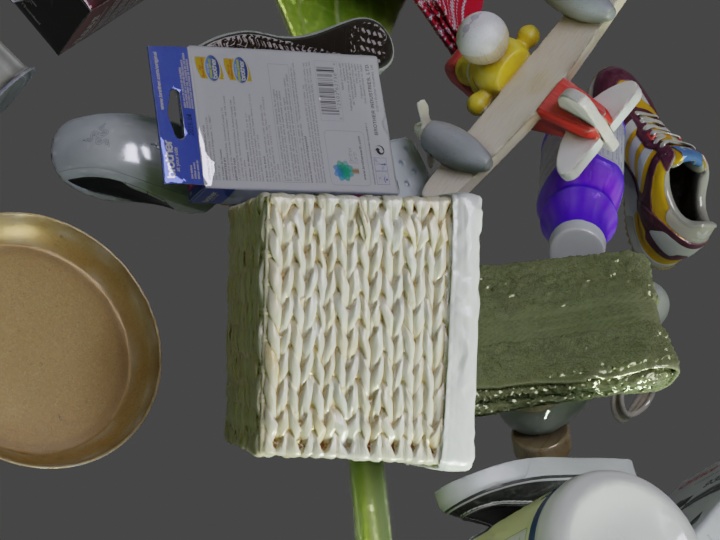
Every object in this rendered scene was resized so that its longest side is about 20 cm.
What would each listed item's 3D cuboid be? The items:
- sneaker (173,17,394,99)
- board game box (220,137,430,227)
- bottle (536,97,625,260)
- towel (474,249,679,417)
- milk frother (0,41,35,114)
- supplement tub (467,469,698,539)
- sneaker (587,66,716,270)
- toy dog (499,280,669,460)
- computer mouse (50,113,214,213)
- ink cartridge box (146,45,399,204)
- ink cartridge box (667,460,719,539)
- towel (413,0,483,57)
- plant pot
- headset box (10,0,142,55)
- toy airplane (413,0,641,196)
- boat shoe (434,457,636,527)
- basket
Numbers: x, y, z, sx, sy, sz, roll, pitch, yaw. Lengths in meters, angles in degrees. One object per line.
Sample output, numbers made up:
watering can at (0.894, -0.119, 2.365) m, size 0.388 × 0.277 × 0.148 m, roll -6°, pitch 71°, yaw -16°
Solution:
sneaker at (-0.072, -0.154, 1.664) m, size 0.199 × 0.085 × 0.073 m, roll -12°, pitch 81°, yaw -31°
board game box at (0.000, 0.000, 1.662) m, size 0.199 × 0.026 × 0.201 m, roll -15°, pitch 75°, yaw -37°
bottle at (0.189, -0.070, 1.745) m, size 0.065 × 0.084 × 0.200 m, roll 25°, pitch 33°, yaw -9°
towel at (0.143, 0.050, 1.606) m, size 0.199 × 0.037 × 0.149 m, roll -9°, pitch 45°, yaw 1°
milk frother at (-0.372, -0.139, 1.450) m, size 0.188 × 0.181 × 0.200 m, roll 44°, pitch 94°, yaw -4°
supplement tub at (0.147, 0.245, 1.514) m, size 0.144 × 0.200 × 0.146 m, roll 14°, pitch 59°, yaw -25°
sneaker at (0.272, -0.107, 1.847) m, size 0.075 × 0.090 × 0.201 m, roll -5°, pitch 69°, yaw -34°
toy dog at (0.165, 0.073, 1.685) m, size 0.096 × 0.133 × 0.200 m, roll 25°, pitch 31°, yaw 32°
computer mouse at (-0.140, -0.080, 1.583) m, size 0.199 × 0.044 × 0.110 m, roll 10°, pitch 63°, yaw -15°
ink cartridge box at (-0.072, -0.111, 1.579) m, size 0.199 × 0.042 × 0.120 m, roll 1°, pitch 71°, yaw -29°
ink cartridge box at (0.277, 0.231, 1.639) m, size 0.084 × 0.145 × 0.200 m, roll 50°, pitch 51°, yaw 1°
towel at (0.065, -0.296, 1.787) m, size 0.200 × 0.022 × 0.145 m, roll 48°, pitch 45°, yaw -50°
plant pot at (-0.241, 0.053, 1.483) m, size 0.199 × 0.027 × 0.201 m, roll 15°, pitch 58°, yaw -25°
headset box at (-0.224, -0.279, 1.634) m, size 0.149 × 0.075 × 0.200 m, roll 49°, pitch 51°, yaw 0°
toy airplane at (0.136, -0.159, 1.705) m, size 0.141 × 0.199 × 0.201 m, roll 44°, pitch 38°, yaw -29°
boat shoe at (0.150, 0.189, 1.629) m, size 0.199 × 0.071 × 0.064 m, roll 0°, pitch 65°, yaw -34°
basket at (-0.010, 0.044, 1.484) m, size 0.160 × 0.198 × 0.201 m, roll 1°, pitch 88°, yaw -11°
